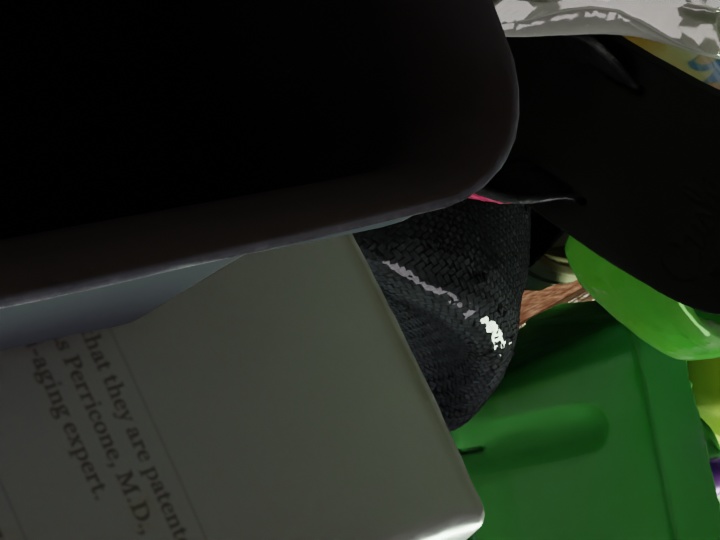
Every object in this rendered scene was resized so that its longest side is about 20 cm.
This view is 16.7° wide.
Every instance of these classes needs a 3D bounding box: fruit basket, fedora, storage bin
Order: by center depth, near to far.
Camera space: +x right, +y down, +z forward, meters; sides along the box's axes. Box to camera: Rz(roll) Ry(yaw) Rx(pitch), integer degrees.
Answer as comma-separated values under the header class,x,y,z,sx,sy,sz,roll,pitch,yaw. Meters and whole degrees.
class,x,y,z,sx,sy,sz,roll,pitch,yaw
storage bin,-0.097,-0.043,0.488,0.199,0.146,0.134,-12,166,-36
fedora,0.000,0.000,0.838,0.199,0.092,0.201,-9,148,-6
fruit basket,0.120,0.065,0.980,0.214,0.156,0.216,-11,180,0

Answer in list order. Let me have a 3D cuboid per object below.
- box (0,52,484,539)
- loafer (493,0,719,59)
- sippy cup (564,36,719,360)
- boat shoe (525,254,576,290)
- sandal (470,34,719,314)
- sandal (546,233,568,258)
class,x,y,z,sx,sy,sz,roll,pitch,yaw
box,-0.117,0.037,0.653,0.171,0.201,0.199,-17,164,-40
loafer,0.052,-0.100,0.660,0.199,0.070,0.070,12,116,-28
sippy cup,0.116,-0.068,0.786,0.139,0.130,0.178,-35,-152,13
boat shoe,0.024,-0.023,0.994,0.068,0.075,0.200,-29,156,25
sandal,0.041,-0.050,0.699,0.045,0.200,0.075,0,115,-51
sandal,0.135,-0.067,0.930,0.200,0.054,0.080,-36,129,26
